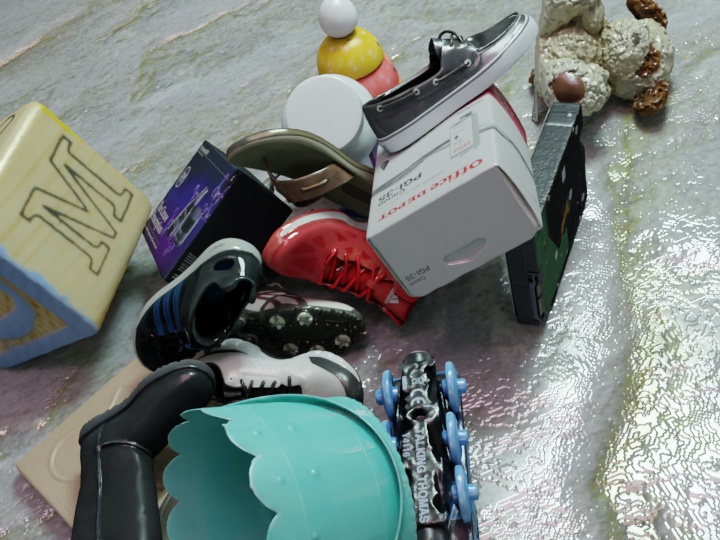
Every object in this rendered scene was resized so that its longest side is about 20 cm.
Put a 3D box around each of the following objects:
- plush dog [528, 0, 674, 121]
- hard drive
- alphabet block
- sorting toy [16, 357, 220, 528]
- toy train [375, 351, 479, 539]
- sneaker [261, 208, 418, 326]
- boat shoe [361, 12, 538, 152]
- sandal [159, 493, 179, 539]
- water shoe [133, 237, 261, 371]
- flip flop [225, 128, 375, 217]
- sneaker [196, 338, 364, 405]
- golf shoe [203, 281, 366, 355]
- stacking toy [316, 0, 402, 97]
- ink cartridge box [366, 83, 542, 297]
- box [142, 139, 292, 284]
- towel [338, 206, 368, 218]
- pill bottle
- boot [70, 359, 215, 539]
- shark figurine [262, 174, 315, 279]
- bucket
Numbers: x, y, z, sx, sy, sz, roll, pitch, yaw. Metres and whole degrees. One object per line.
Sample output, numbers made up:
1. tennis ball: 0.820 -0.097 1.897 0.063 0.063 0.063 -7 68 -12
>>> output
1. plush dog: 0.307 -0.264 1.148 0.171 0.161 0.201 3 76 1
2. hard drive: 0.198 -0.061 0.965 0.038 0.140 0.201 7 51 24
3. alphabet block: -0.394 -0.036 1.057 0.195 0.196 0.201 -18 41 32
4. sorting toy: -0.238 0.187 0.951 0.199 0.037 0.185 26 60 40
5. toy train: 0.060 0.171 0.809 0.086 0.115 0.201 -9 46 8
6. sneaker: 0.000 0.000 0.961 0.199 0.079 0.116 -6 44 -43
7. boat shoe: 0.086 -0.205 0.928 0.200 0.066 0.070 -37 23 7
8. sandal: -0.097 0.207 0.853 0.199 0.055 0.082 -14 70 -1
9. water shoe: -0.172 0.051 0.922 0.200 0.071 0.079 -48 31 30
10. flip flop: -0.046 -0.090 0.955 0.081 0.199 0.058 -24 51 47
11. sneaker: -0.090 0.120 0.920 0.199 0.074 0.080 4 15 30
12. golf shoe: -0.088 0.045 1.004 0.199 0.077 0.088 -2 42 16
13. stacking toy: -0.009 -0.259 1.175 0.145 0.201 0.147 -9 46 9
14. ink cartridge box: 0.091 -0.086 0.900 0.146 0.083 0.200 -29 26 21
15. box: -0.170 -0.056 1.044 0.141 0.079 0.200 -52 27 1
16. towel: 0.078 -0.110 1.092 0.146 0.024 0.200 8 33 25
17. pill bottle: -0.031 -0.162 1.054 0.111 0.200 0.113 0 89 4
18. boot: -0.194 0.196 0.830 0.165 0.066 0.200 -36 35 16
19. shark figurine: -0.099 -0.040 1.090 0.128 0.090 0.215 -4 45 -35
20. bucket: -0.058 0.198 0.730 0.134 0.208 0.207 -7 36 -34
